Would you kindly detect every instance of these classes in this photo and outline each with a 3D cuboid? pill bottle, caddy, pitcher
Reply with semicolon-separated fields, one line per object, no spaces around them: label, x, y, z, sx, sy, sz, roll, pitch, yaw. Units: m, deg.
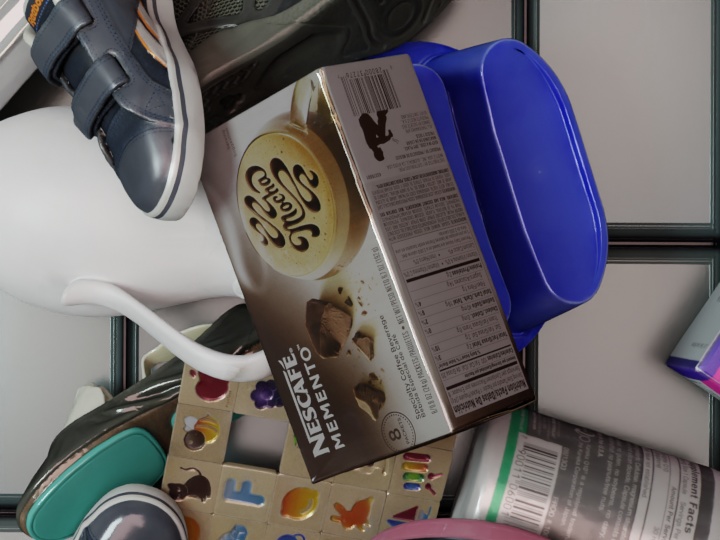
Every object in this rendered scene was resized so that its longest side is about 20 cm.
pill bottle;0.155;0.159;1.126;0.198;0.113;0.114;18;90;0
caddy;0.059;-0.042;1.133;0.140;0.105;0.202;-17;90;-25
pitcher;-0.128;-0.013;1.105;0.198;0.172;0.122;8;131;-3

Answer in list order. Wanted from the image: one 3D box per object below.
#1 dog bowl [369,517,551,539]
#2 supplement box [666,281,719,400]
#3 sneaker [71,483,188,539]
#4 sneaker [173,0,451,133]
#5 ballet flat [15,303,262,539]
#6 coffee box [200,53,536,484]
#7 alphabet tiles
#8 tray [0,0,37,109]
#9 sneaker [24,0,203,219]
dog bowl;0.066;0.216;1.078;0.198;0.201;0.074;18;50;0
supplement box;0.297;0.073;1.132;0.199;0.101;0.104;35;89;-1
sneaker;-0.152;0.227;1.116;0.078;0.079;0.201;18;107;-10
sneaker;-0.037;-0.165;1.121;0.198;0.076;0.115;-30;54;-2
ballet flat;-0.127;0.087;1.152;0.199;0.068;0.068;-32;48;-10
coffee box;0.000;0.000;1.032;0.113;0.080;0.202;-23;85;42
alphabet tiles;-0.039;0.152;1.140;0.166;0.008;0.202;10;110;-7
tray;-0.242;-0.135;1.103;0.107;0.022;0.200;41;85;-9
sneaker;-0.140;-0.117;1.043;0.079;0.079;0.201;4;56;-29
